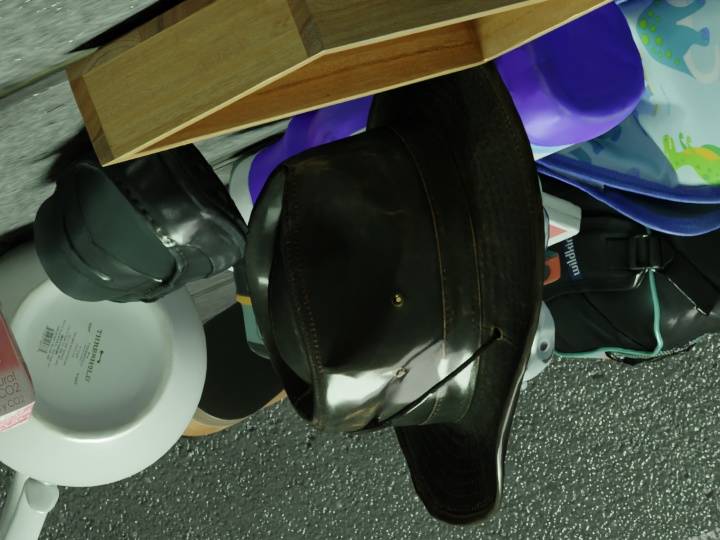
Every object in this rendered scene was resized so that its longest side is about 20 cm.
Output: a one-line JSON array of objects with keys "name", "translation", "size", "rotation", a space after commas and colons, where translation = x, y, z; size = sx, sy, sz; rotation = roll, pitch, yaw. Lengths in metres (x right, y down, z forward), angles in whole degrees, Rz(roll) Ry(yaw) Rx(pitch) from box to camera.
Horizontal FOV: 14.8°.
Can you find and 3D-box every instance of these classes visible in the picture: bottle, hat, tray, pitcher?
[{"name": "bottle", "translation": [0.025, -0.059, 1.181], "size": [0.200, 0.066, 0.083], "rotation": [-24, 176, 41]}, {"name": "hat", "translation": [0.000, 0.000, 1.049], "size": [0.080, 0.202, 0.201], "rotation": [-3, 172, -17]}, {"name": "tray", "translation": [0.010, -0.083, 0.884], "size": [0.098, 0.037, 0.200], "rotation": [-24, 178, 40]}, {"name": "pitcher", "translation": [-0.145, 0.069, 1.352], "size": [0.121, 0.173, 0.200], "rotation": [13, 174, -9]}]

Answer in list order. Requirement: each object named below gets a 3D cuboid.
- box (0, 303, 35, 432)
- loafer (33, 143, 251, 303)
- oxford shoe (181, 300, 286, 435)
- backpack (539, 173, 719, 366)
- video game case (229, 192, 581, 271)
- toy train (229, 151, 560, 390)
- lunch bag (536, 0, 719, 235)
[{"name": "box", "translation": [-0.213, 0.039, 0.890], "size": [0.199, 0.095, 0.103], "rotation": [-22, 178, -9]}, {"name": "loafer", "translation": [-0.088, -0.015, 1.057], "size": [0.070, 0.068, 0.201], "rotation": [-36, -177, -9]}, {"name": "oxford shoe", "translation": [-0.035, 0.030, 1.475], "size": [0.200, 0.072, 0.071], "rotation": [-26, 175, -36]}, {"name": "backpack", "translation": [0.161, -0.037, 1.591], "size": [0.153, 0.177, 0.200], "rotation": [-14, 178, -27]}, {"name": "video game case", "translation": [0.007, -0.022, 1.547], "size": [0.142, 0.018, 0.200], "rotation": [19, 155, -29]}, {"name": "toy train", "translation": [0.014, -0.004, 1.309], "size": [0.085, 0.115, 0.199], "rotation": [-22, -159, -40]}, {"name": "lunch bag", "translation": [0.177, -0.093, 1.250], "size": [0.199, 0.128, 0.170], "rotation": [-7, -170, 39]}]
